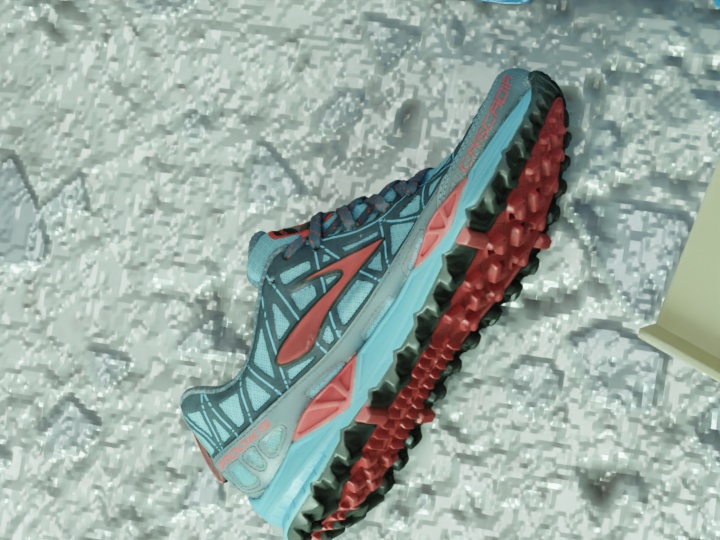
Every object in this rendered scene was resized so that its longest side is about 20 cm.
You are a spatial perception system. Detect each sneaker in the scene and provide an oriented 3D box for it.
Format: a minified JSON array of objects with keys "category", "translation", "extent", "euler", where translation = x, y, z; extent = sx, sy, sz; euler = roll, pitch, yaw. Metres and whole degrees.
[{"category":"sneaker","translation":[0.000,0.000,0.904],"extent":[0.095,0.079,0.200],"euler":[35,94,21]}]

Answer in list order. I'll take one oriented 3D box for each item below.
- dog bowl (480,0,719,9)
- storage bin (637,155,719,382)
[{"category":"dog bowl","translation":[0.090,-0.143,0.881],"extent":[0.199,0.111,0.050],"euler":[3,71,18]},{"category":"storage bin","translation":[0.225,0.027,0.727],"extent":[0.198,0.200,0.094],"euler":[30,102,43]}]
